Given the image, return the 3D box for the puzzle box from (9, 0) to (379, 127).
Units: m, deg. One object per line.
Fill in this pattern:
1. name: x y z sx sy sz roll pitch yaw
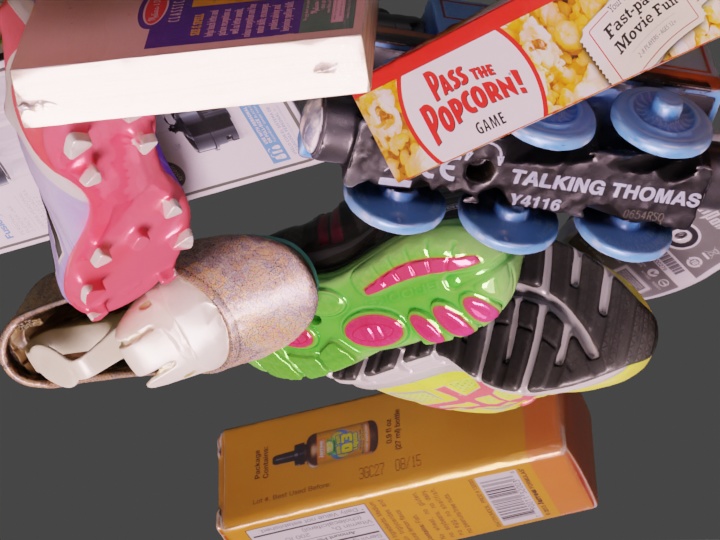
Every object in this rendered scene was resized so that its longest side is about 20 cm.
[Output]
1. puzzle box: -0.058 -0.116 0.980 0.132 0.200 0.026 -5 119 6

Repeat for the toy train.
1. toy train: 0.068 -0.068 1.092 0.199 0.114 0.087 6 129 -14

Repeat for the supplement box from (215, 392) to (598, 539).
1. supplement box: 0.024 0.108 1.339 0.199 0.067 0.069 -12 141 14

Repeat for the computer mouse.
1. computer mouse: 0.179 -0.045 1.173 0.199 0.044 0.110 -23 131 32

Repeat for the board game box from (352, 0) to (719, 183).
1. board game box: 0.114 -0.108 0.934 0.200 0.151 0.046 -23 97 42

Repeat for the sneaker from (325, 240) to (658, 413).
1. sneaker: 0.075 0.033 1.229 0.199 0.078 0.090 0 160 46

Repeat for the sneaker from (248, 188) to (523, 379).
1. sneaker: 0.000 0.000 1.204 0.199 0.084 0.077 -6 120 34

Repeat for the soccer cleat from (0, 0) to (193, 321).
1. soccer cleat: -0.118 -0.047 1.078 0.067 0.077 0.200 -29 157 -12

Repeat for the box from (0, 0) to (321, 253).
1. box: -0.126 -0.080 1.124 0.199 0.060 0.117 -14 137 15

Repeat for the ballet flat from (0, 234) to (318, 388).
1. ballet flat: -0.103 0.030 1.193 0.200 0.067 0.068 -13 111 45
